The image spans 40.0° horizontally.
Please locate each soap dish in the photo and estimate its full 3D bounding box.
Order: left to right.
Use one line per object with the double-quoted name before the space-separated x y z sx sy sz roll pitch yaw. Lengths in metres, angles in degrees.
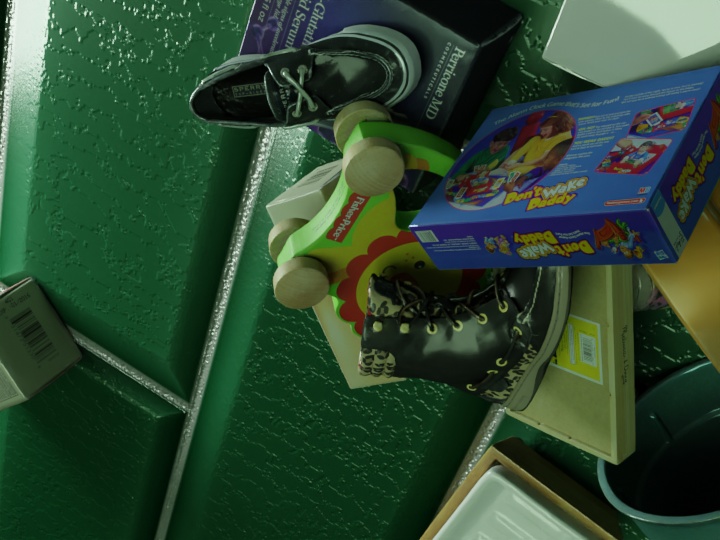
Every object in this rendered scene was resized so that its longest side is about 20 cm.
"soap dish" 0.160 0.278 1.026 0.157 0.081 0.201 35 128 9

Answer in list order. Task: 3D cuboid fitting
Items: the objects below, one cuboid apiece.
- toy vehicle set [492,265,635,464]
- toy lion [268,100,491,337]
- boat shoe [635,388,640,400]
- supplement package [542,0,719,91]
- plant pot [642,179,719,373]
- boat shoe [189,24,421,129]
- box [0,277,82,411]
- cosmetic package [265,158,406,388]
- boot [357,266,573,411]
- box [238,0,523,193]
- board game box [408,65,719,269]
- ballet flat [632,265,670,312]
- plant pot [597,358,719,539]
"toy vehicle set" 0.168 0.052 0.821 0.124 0.026 0.202 22 129 46
"toy lion" 0.033 -0.022 0.824 0.190 0.069 0.201 15 127 -25
"boat shoe" 0.196 0.090 0.904 0.075 0.075 0.203 -34 96 38
"supplement package" 0.227 -0.226 0.681 0.119 0.121 0.201 28 126 13
"plant pot" 0.297 -0.041 0.705 0.183 0.200 0.201 -36 95 18
"boat shoe" -0.049 -0.147 0.786 0.198 0.068 0.072 2 117 29
"box" -0.483 0.111 1.289 0.199 0.109 0.129 -21 105 37
"cosmetic package" 0.000 0.000 0.951 0.071 0.105 0.201 -13 110 36
"boot" 0.078 0.030 0.773 0.149 0.074 0.201 9 139 0
"box" 0.012 -0.188 0.839 0.199 0.104 0.149 32 127 12
"board game box" 0.144 -0.065 0.676 0.199 0.135 0.045 -1 135 50
"ballet flat" 0.190 -0.006 0.857 0.199 0.071 0.070 24 125 17
"plant pot" 0.333 0.204 0.827 0.199 0.201 0.197 -21 113 36
